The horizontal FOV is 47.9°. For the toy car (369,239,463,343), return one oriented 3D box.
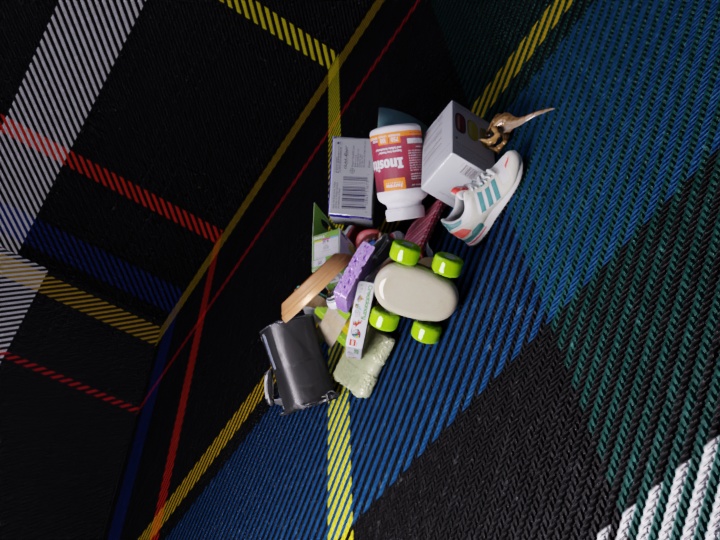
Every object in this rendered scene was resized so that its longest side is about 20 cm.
[{"bbox_3d":[0.109,0.018,1.543,0.200,0.157,0.165,-70,-4,-72],"label":"toy car"}]

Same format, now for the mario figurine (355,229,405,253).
[{"bbox_3d":[0.041,-0.031,1.842,0.200,0.123,0.107,-73,-19,-75],"label":"mario figurine"}]

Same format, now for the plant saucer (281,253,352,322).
[{"bbox_3d":[-0.099,0.029,1.718,0.200,0.037,0.200,-44,2,2],"label":"plant saucer"}]

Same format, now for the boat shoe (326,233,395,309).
[{"bbox_3d":[0.000,0.000,1.706,0.200,0.057,0.069,-40,21,-4],"label":"boat shoe"}]

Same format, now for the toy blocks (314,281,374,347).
[{"bbox_3d":[-0.024,0.085,1.818,0.137,0.100,0.200,-44,-9,-31],"label":"toy blocks"}]

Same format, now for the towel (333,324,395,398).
[{"bbox_3d":[0.007,0.187,1.715,0.149,0.036,0.200,-63,18,-4],"label":"towel"}]

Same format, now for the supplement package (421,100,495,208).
[{"bbox_3d":[0.201,-0.238,1.677,0.110,0.113,0.200,-48,24,37],"label":"supplement package"}]

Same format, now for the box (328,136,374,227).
[{"bbox_3d":[-0.016,-0.206,1.920,0.200,0.104,0.185,59,-146,-86],"label":"box"}]

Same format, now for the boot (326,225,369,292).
[{"bbox_3d":[-0.016,-0.022,2.010,0.201,0.072,0.144,-67,21,5],"label":"boot"}]

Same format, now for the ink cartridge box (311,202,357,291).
[{"bbox_3d":[-0.050,-0.054,1.912,0.075,0.148,0.201,-16,54,21],"label":"ink cartridge box"}]

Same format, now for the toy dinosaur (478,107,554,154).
[{"bbox_3d":[0.289,-0.289,1.608,0.106,0.060,0.200,-60,20,1],"label":"toy dinosaur"}]

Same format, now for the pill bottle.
[{"bbox_3d":[0.086,-0.210,1.753,0.113,0.113,0.201,179,82,-68],"label":"pill bottle"}]

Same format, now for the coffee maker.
[{"bbox_3d":[-0.127,0.201,1.785,0.192,0.134,0.201,-25,80,37],"label":"coffee maker"}]

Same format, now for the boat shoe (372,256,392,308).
[{"bbox_3d":[0.068,0.044,1.672,0.200,0.070,0.071,107,162,-54],"label":"boat shoe"}]

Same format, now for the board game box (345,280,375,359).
[{"bbox_3d":[-0.001,0.102,1.593,0.200,0.034,0.127,94,-172,-79],"label":"board game box"}]

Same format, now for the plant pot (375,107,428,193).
[{"bbox_3d":[0.105,-0.278,1.902,0.200,0.134,0.201,3,-90,-89],"label":"plant pot"}]

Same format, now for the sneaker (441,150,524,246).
[{"bbox_3d":[0.226,-0.148,1.524,0.200,0.093,0.070,-59,20,8],"label":"sneaker"}]

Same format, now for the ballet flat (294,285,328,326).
[{"bbox_3d":[-0.090,0.093,1.891,0.068,0.200,0.073,8,79,31],"label":"ballet flat"}]

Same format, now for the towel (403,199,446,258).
[{"bbox_3d":[0.120,-0.066,1.739,0.145,0.022,0.200,-43,14,47],"label":"towel"}]

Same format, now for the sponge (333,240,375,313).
[{"bbox_3d":[-0.012,0.016,1.570,0.112,0.030,0.200,-61,-5,-10],"label":"sponge"}]
